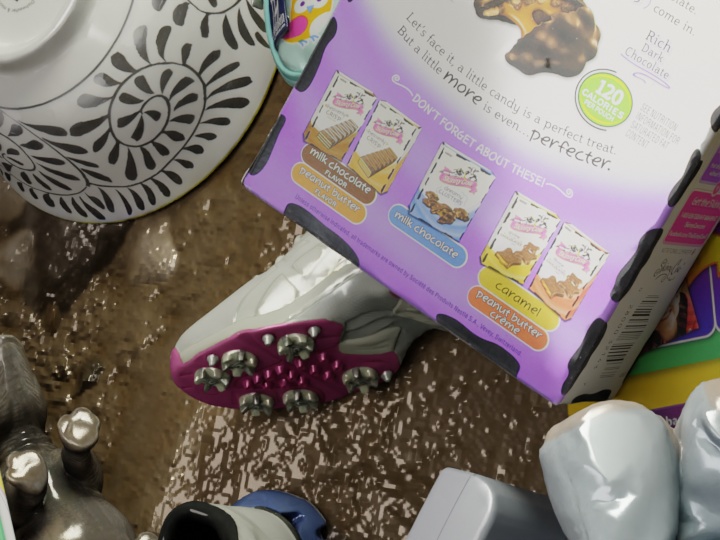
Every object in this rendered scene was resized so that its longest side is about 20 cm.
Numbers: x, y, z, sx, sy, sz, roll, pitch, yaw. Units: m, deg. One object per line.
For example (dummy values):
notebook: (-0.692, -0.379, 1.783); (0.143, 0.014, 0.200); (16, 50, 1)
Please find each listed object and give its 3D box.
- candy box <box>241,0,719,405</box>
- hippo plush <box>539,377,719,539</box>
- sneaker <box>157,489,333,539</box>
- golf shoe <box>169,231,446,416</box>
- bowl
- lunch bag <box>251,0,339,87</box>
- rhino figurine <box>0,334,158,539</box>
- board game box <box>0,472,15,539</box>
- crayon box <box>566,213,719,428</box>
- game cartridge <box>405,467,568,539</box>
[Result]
candy box: (0.074, -0.075, 1.010); (0.167, 0.071, 0.201); (35, 105, 22)
hippo plush: (0.139, 0.157, 0.974); (0.158, 0.161, 0.201); (4, 57, 3)
sneaker: (-0.049, 0.183, 1.097); (0.080, 0.115, 0.201); (-30, 64, 23)
golf shoe: (0.000, 0.000, 1.149); (0.199, 0.075, 0.092); (-23, 52, 22)
bowl: (-0.142, -0.131, 1.246); (0.199, 0.094, 0.202); (-8, 75, 30)
lunch bag: (0.043, -0.157, 1.136); (0.199, 0.077, 0.161); (-23, 54, 24)
rhino figurine: (-0.145, 0.108, 1.198); (0.059, 0.088, 0.201); (-18, 59, -21)
board game box: (-0.189, 0.152, 1.193); (0.135, 0.034, 0.201); (123, 136, -57)
crayon box: (0.173, -0.023, 1.028); (0.199, 0.058, 0.174); (-13, 74, 36)
game cartridge: (0.039, 0.186, 1.032); (0.041, 0.133, 0.202); (16, 87, 31)
